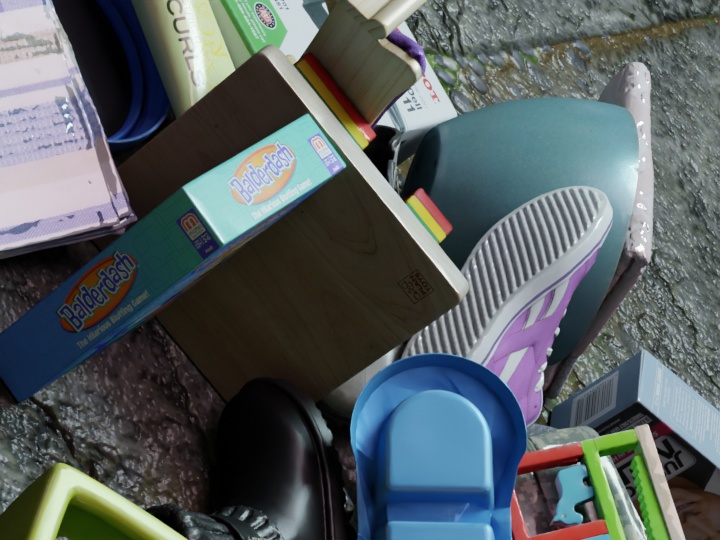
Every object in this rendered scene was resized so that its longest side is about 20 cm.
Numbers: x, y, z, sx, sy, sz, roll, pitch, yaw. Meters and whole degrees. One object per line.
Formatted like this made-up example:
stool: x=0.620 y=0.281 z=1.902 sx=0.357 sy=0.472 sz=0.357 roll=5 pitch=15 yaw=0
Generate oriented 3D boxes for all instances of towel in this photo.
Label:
towel: x=-0.237 y=-0.102 z=1.586 sx=0.147 sy=0.024 sz=0.200 roll=-15 pitch=79 yaw=-33
towel: x=0.175 y=-0.029 z=1.916 sx=0.032 sy=0.191 sz=0.200 roll=15 pitch=47 yaw=-13

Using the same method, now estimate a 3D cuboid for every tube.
tube: x=-0.123 y=-0.167 z=1.736 sx=0.058 sy=0.052 sz=0.200 roll=-19 pitch=80 yaw=-10

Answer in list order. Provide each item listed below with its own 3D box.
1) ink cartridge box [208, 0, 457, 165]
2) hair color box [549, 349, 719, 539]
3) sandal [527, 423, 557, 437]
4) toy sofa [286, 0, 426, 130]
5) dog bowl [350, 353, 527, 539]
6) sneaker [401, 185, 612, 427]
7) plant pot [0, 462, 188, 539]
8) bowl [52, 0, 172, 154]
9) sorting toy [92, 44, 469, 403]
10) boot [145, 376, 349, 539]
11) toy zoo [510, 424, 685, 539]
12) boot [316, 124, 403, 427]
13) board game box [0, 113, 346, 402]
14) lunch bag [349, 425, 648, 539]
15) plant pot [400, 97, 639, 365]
ink cartridge box: x=-0.038 y=-0.140 z=1.847 sx=0.200 sy=0.083 sz=0.147 roll=-19 pitch=77 yaw=-54
hair color box: x=0.246 y=0.158 z=1.917 sx=0.200 sy=0.099 sz=0.061 roll=38 pitch=37 yaw=-21
sandal: x=0.083 y=0.129 z=1.808 sx=0.200 sy=0.043 sz=0.076 roll=29 pitch=51 yaw=-38
toy sofa: x=-0.008 y=-0.135 z=1.653 sx=0.098 sy=0.200 sz=0.083 roll=43 pitch=54 yaw=3
dog bowl: x=0.047 y=0.153 z=1.569 sx=0.111 sy=0.050 sz=0.201 roll=1 pitch=68 yaw=-3
sneaker: x=0.113 y=0.038 z=1.756 sx=0.200 sy=0.073 sz=0.114 roll=-46 pitch=134 yaw=-15
plant pot: x=-0.155 y=0.255 z=1.294 sx=0.199 sy=0.181 sz=0.200 roll=39 pitch=37 yaw=-22
bowl: x=-0.213 y=-0.164 z=1.701 sx=0.200 sy=0.039 sz=0.201 roll=30 pitch=42 yaw=-31
sorting toy: x=-0.051 y=-0.025 z=1.633 sx=0.200 sy=0.199 sz=0.070 roll=51 pitch=35 yaw=-6
boot: x=-0.084 y=0.154 z=1.550 sx=0.158 sy=0.079 sz=0.212 roll=13 pitch=52 yaw=-43
toy zoo: x=0.107 y=0.182 z=1.599 sx=0.199 sy=0.020 sz=0.132 roll=-12 pitch=69 yaw=-9
boot: x=0.000 y=0.000 z=1.728 sx=0.068 sy=0.131 sz=0.200 roll=2 pitch=44 yaw=-2
board game box: x=-0.120 y=-0.008 z=1.539 sx=0.045 sy=0.200 sz=0.152 roll=54 pitch=34 yaw=0
lunch bag: x=0.097 y=0.214 z=1.664 sx=0.167 sy=0.139 sz=0.200 roll=-9 pitch=67 yaw=-27
plant pot: x=0.104 y=-0.043 z=1.864 sx=0.134 sy=0.200 sz=0.200 roll=16 pitch=46 yaw=-12
